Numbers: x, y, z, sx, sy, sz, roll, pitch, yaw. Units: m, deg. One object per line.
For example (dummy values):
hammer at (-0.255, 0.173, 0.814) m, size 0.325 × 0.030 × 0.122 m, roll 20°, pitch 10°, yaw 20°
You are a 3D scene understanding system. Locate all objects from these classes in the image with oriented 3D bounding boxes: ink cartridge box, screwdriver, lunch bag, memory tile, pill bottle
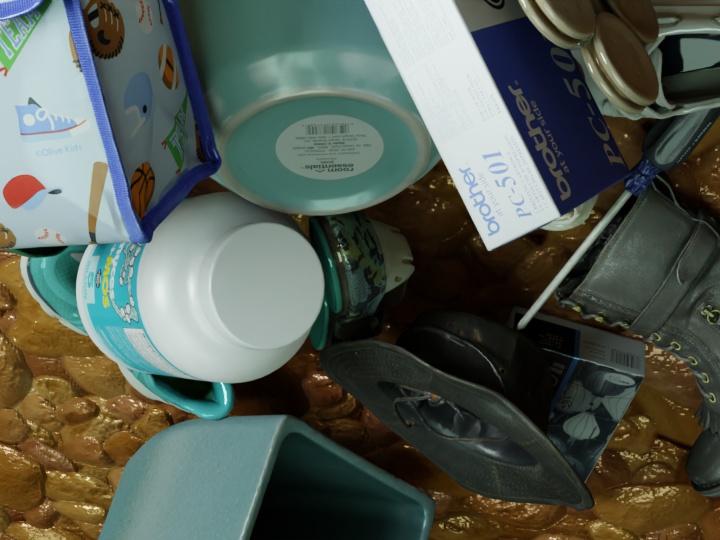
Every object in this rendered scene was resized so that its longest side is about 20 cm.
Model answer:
ink cartridge box at (0.051, -0.117, 0.640) m, size 0.044 × 0.094 × 0.201 m, roll -26°, pitch 90°, yaw 35°
screwdriver at (0.152, -0.034, 0.821) m, size 0.028 × 0.029 × 0.200 m, roll 34°, pitch 111°, yaw -3°
lunch bag at (-0.176, -0.112, 0.619) m, size 0.169 × 0.124 × 0.201 m, roll -2°, pitch 116°, yaw 16°
memory tile at (0.077, -0.173, 0.650) m, size 0.017 × 0.154 × 0.200 m, roll -31°, pitch 123°, yaw 35°
ink cartridge box at (0.129, 0.115, 1.003) m, size 0.099 × 0.039 × 0.201 m, roll 14°, pitch 135°, yaw -2°
pill bottle at (-0.095, 0.011, 0.826) m, size 0.111 × 0.111 × 0.200 m, roll 37°, pitch 162°, yaw -22°

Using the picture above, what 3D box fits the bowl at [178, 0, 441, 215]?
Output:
bowl at (-0.023, -0.104, 0.738) m, size 0.199 × 0.106 × 0.201 m, roll -2°, pitch 149°, yaw -1°

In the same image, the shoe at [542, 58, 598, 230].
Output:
shoe at (0.098, -0.062, 0.782) m, size 0.069 × 0.054 × 0.200 m, roll 16°, pitch 163°, yaw 18°

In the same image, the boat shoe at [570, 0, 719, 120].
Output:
boat shoe at (0.158, -0.117, 0.751) m, size 0.199 × 0.066 × 0.074 m, roll -13°, pitch 130°, yaw 24°

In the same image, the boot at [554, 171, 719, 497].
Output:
boot at (0.206, 0.041, 0.889) m, size 0.173 × 0.069 × 0.201 m, roll 21°, pitch 115°, yaw -6°

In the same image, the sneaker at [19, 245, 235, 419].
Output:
sneaker at (-0.153, 0.034, 0.949) m, size 0.080 × 0.078 × 0.200 m, roll 29°, pitch 165°, yaw 50°

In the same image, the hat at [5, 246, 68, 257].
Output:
hat at (-0.175, -0.120, 0.796) m, size 0.176 × 0.200 × 0.165 m, roll -43°, pitch 160°, yaw 14°

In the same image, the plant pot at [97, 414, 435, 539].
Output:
plant pot at (-0.098, 0.224, 1.036) m, size 0.199 × 0.198 × 0.196 m, roll 2°, pitch 156°, yaw 41°

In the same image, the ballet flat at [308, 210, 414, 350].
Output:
ballet flat at (0.000, 0.000, 0.867) m, size 0.074 × 0.075 × 0.200 m, roll 15°, pitch 164°, yaw -1°

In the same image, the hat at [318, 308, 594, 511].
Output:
hat at (0.076, 0.076, 0.893) m, size 0.200 × 0.081 × 0.201 m, roll 26°, pitch 158°, yaw 11°
